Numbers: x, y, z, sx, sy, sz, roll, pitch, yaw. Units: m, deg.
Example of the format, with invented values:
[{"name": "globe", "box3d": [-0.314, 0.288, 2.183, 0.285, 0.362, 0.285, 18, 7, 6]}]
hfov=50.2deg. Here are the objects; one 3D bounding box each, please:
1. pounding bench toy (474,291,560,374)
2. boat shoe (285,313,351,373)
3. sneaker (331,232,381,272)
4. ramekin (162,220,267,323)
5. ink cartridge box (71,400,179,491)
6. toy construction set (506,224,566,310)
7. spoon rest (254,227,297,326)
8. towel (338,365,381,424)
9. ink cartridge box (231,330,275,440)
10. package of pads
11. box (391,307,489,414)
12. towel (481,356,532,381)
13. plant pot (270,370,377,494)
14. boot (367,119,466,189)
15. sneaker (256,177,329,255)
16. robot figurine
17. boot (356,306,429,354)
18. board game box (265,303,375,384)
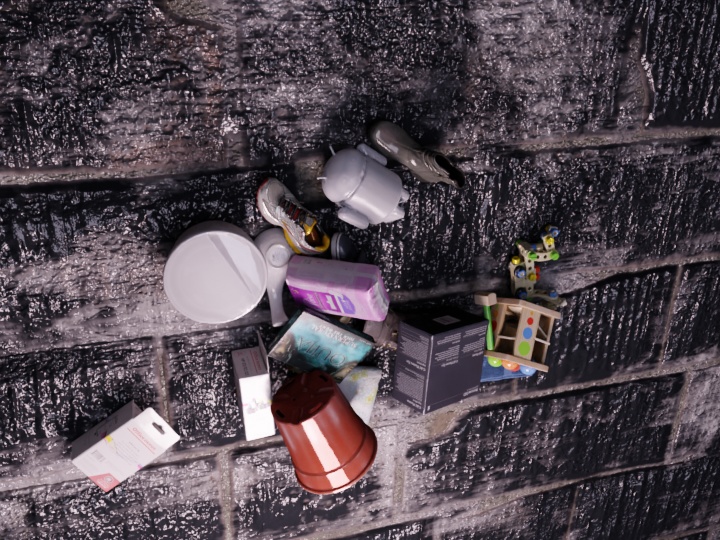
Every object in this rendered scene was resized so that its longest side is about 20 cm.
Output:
[{"name": "pounding bench toy", "box3d": [0.333, 0.145, 1.774, 0.198, 0.124, 0.158, 18, 84, -26]}, {"name": "boat shoe", "box3d": [-0.081, 0.151, 1.687, 0.063, 0.073, 0.201, 31, 104, -37]}, {"name": "sneaker", "box3d": [0.000, 0.000, 1.626, 0.078, 0.079, 0.201, -3, 132, 22]}, {"name": "ramekin", "box3d": [-0.285, -0.005, 1.509, 0.200, 0.094, 0.205, -5, 117, -10]}, {"name": "ink cartridge box", "box3d": [-0.497, 0.363, 1.637, 0.199, 0.068, 0.117, -34, 122, 0]}, {"name": "toy construction set", "box3d": [0.412, 0.003, 1.792, 0.130, 0.092, 0.202, -18, 109, -11]}, {"name": "spoon rest", "box3d": [-0.176, 0.011, 1.598, 0.098, 0.061, 0.203, -6, 104, -19]}, {"name": "towel", "box3d": [-0.052, 0.308, 1.790, 0.169, 0.048, 0.202, 4, 114, -25]}, {"name": "ink cartridge box", "box3d": [-0.232, 0.245, 1.649, 0.067, 0.115, 0.202, -9, 117, -15]}, {"name": "package of pads", "box3d": [-0.046, 0.035, 1.560, 0.198, 0.076, 0.121, 8, 145, 21]}, {"name": "box", "box3d": [0.178, 0.197, 1.714, 0.199, 0.104, 0.184, -9, 110, -43]}, {"name": "towel", "box3d": [0.347, 0.218, 1.891, 0.198, 0.049, 0.113, -3, 115, -19]}, {"name": "plant pot", "box3d": [-0.087, 0.332, 1.639, 0.199, 0.201, 0.197, -28, 122, -5]}, {"name": "boot", "box3d": [0.119, -0.234, 1.528, 0.199, 0.130, 0.068, 32, 84, -32]}, {"name": "sneaker", "box3d": [-0.128, -0.110, 1.522, 0.200, 0.082, 0.078, 49, 60, -35]}, {"name": "robot figurine", "box3d": [0.004, -0.168, 1.534, 0.199, 0.112, 0.171, 29, 63, -29]}, {"name": "boot", "box3d": [0.062, 0.165, 1.753, 0.172, 0.069, 0.202, 9, 101, -23]}, {"name": "board game box", "box3d": [-0.083, 0.160, 1.631, 0.199, 0.028, 0.136, 27, 114, -32]}]
